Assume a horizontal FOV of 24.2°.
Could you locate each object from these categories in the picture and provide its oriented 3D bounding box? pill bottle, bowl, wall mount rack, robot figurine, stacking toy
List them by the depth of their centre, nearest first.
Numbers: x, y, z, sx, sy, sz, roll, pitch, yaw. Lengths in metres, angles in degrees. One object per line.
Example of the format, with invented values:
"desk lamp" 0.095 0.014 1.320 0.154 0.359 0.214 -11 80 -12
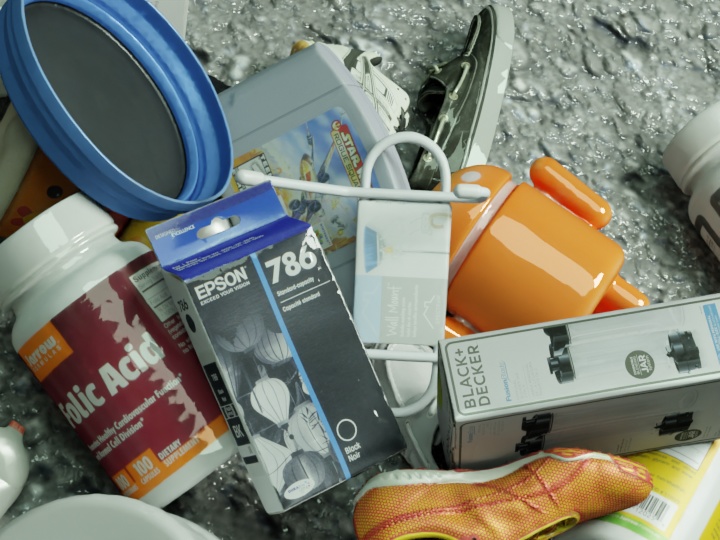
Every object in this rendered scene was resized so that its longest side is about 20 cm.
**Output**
"pill bottle" -0.160 0.054 1.121 0.114 0.114 0.200 -37 89 -31
"wall mount rack" 0.000 0.000 1.148 0.172 0.075 0.202 2 87 1
"bowl" -0.170 -0.123 1.159 0.200 0.039 0.201 40 31 -30
"pill bottle" 0.223 0.153 1.196 0.111 0.111 0.200 34 56 7
"stacking toy" -0.174 -0.058 1.225 0.199 0.146 0.147 24 54 -18
"robot figurine" 0.117 0.000 1.261 0.199 0.144 0.117 34 27 7
"pill bottle" 0.336 -0.038 1.348 0.113 0.113 0.201 -21 66 -26

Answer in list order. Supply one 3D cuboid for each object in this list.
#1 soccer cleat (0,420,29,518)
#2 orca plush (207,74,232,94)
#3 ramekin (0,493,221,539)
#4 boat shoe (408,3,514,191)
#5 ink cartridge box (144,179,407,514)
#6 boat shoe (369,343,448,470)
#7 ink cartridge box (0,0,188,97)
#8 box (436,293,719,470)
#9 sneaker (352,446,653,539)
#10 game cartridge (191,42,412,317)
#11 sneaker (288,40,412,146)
"soccer cleat" -0.316 0.106 1.104 0.199 0.069 0.078 24 58 -3
"orca plush" -0.079 -0.087 1.287 0.105 0.071 0.201 -18 65 -25
"ramekin" -0.156 0.232 1.005 0.199 0.098 0.202 -4 67 9
"boat shoe" 0.081 -0.144 1.369 0.063 0.071 0.201 17 57 -6
"ink cartridge box" -0.054 0.045 1.077 0.099 0.039 0.201 -25 89 -23
"boat shoe" 0.061 0.122 1.195 0.071 0.069 0.201 -8 61 -20
"ink cartridge box" -0.247 -0.212 1.292 0.199 0.085 0.145 -10 45 -21
"box" 0.151 0.079 1.109 0.198 0.117 0.061 -10 63 -2
"sneaker" 0.096 0.165 1.100 0.198 0.073 0.078 -11 60 1
"game cartridge" -0.033 -0.057 1.228 0.041 0.133 0.201 -7 73 -65
"sneaker" 0.008 -0.114 1.311 0.087 0.076 0.201 -1 46 -23
